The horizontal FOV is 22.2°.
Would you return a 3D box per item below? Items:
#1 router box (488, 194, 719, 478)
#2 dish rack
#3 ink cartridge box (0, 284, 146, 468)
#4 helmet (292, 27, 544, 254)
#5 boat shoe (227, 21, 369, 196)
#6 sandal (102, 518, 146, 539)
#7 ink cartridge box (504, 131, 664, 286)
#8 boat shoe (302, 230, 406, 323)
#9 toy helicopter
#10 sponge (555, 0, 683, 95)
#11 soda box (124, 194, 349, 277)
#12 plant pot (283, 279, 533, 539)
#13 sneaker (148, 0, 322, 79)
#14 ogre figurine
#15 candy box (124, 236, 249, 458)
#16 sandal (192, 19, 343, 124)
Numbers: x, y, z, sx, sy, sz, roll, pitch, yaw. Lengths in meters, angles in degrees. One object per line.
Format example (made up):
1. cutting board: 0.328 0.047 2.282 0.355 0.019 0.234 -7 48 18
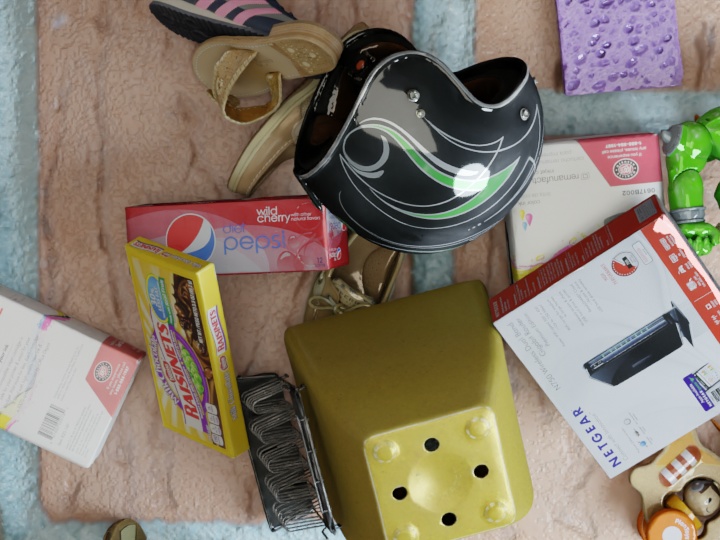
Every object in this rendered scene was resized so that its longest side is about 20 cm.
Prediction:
1. router box: 0.243 0.062 1.639 0.179 0.049 0.200 -34 111 13
2. dish rack: -0.068 0.169 1.674 0.054 0.200 0.154 -17 94 -9
3. ink cartridge box: -0.319 0.089 1.736 0.200 0.067 0.117 26 94 -2
4. helmet: 0.059 -0.112 1.597 0.190 0.200 0.200 25 95 -18
5. boat shoe: -0.043 -0.138 1.709 0.065 0.071 0.200 42 93 -1
6. sandal: -0.241 0.337 1.757 0.054 0.080 0.200 6 99 22
7. ink cartridge box: 0.209 -0.024 1.705 0.147 0.086 0.200 -6 93 1
8. boat shoe: 0.000 0.000 1.723 0.073 0.063 0.200 24 95 -1
9. toy helicopter: 0.312 0.168 1.723 0.132 0.079 0.200 -14 90 2
10. sponge: 0.235 -0.266 1.713 0.111 0.030 0.200 -6 95 2
11. soda box: -0.114 -0.032 1.699 0.200 0.063 0.070 -3 94 18
12. plant pot: 0.055 0.147 1.635 0.194 0.200 0.196 -15 108 -4
13. sneaker: -0.094 -0.239 1.681 0.200 0.070 0.082 22 72 19
14. ogre figurine: 0.353 -0.099 1.680 0.200 0.098 0.120 -23 94 -3
15. candy box: -0.159 0.071 1.684 0.026 0.102 0.200 -31 126 -35
16. sandal: -0.100 -0.166 1.640 0.078 0.212 0.070 36 64 -28
